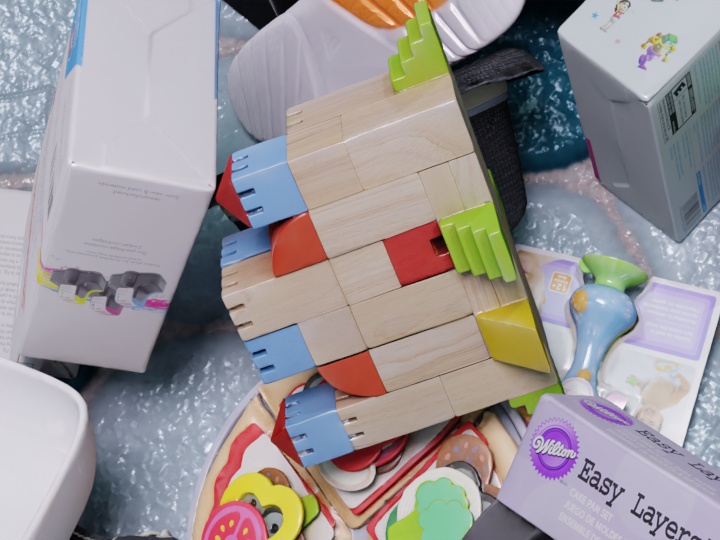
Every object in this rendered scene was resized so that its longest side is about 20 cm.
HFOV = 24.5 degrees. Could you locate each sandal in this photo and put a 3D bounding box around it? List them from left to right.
[{"bbox_3d":[0.010,-0.134,0.888,0.206,0.059,0.080,-23,94,40],"label":"sandal"}]

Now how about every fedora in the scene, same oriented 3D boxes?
[{"bbox_3d":[0.012,-0.036,0.841,0.199,0.201,0.092,-24,94,3],"label":"fedora"}]

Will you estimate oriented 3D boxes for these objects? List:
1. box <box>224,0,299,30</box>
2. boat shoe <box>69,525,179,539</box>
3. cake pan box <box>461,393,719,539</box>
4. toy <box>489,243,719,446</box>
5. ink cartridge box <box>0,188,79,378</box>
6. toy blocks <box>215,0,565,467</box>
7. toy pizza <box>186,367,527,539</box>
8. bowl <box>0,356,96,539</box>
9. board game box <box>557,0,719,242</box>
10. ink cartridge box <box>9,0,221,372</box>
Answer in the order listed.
[{"bbox_3d":[-0.023,-0.245,0.965,0.141,0.079,0.200,39,81,27],"label":"box"},{"bbox_3d":[-0.088,0.160,0.792,0.199,0.076,0.061,26,72,43],"label":"boat shoe"},{"bbox_3d":[0.114,0.171,0.670,0.199,0.052,0.186,34,104,42],"label":"cake pan box"},{"bbox_3d":[0.095,0.084,0.811,0.114,0.047,0.202,14,71,21],"label":"toy"},{"bbox_3d":[-0.252,0.037,0.918,0.198,0.045,0.178,7,69,17],"label":"ink cartridge box"},{"bbox_3d":[0.000,0.000,0.740,0.135,0.201,0.100,-18,30,7],"label":"toy blocks"},{"bbox_3d":[-0.005,0.126,0.800,0.198,0.032,0.202,-9,70,26],"label":"toy pizza"},{"bbox_3d":[-0.232,0.131,0.783,0.198,0.075,0.201,13,55,24],"label":"bowl"},{"bbox_3d":[0.195,-0.132,0.823,0.200,0.148,0.064,-45,63,-8],"label":"board game box"},{"bbox_3d":[-0.122,-0.032,0.805,0.067,0.200,0.116,9,55,-15],"label":"ink cartridge box"}]
